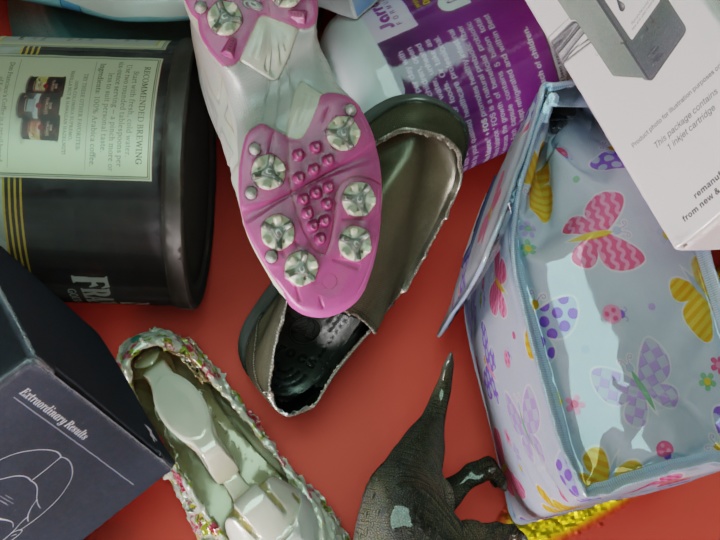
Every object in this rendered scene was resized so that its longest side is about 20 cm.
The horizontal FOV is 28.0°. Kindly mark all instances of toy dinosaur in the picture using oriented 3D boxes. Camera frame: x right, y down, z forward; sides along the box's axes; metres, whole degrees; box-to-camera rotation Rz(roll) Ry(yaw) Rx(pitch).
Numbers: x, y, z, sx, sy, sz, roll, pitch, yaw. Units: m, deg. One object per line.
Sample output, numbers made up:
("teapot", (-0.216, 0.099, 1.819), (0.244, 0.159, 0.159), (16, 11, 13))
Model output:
("toy dinosaur", (0.032, 0.148, 0.753), (0.101, 0.077, 0.203), (1, 104, -29))

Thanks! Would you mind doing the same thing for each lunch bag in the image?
("lunch bag", (0.111, 0.021, 0.761), (0.125, 0.170, 0.203), (-11, 78, -8))

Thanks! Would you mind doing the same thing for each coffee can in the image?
("coffee can", (-0.185, -0.056, 0.792), (0.197, 0.146, 0.149), (2, 76, 1))

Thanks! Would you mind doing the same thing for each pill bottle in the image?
("pill bottle", (0.046, -0.111, 0.822), (0.198, 0.112, 0.113), (-25, 78, -6))

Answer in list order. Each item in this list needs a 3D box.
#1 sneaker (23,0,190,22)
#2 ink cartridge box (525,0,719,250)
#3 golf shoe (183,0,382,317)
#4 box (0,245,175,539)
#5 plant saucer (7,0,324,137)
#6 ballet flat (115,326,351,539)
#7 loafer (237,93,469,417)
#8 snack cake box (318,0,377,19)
("sneaker", (-0.143, -0.212, 0.790), (0.197, 0.080, 0.132), (10, 117, 13))
("ink cartridge box", (0.169, -0.115, 0.701), (0.144, 0.084, 0.202), (-2, 57, -46))
("golf shoe", (-0.040, -0.075, 0.730), (0.074, 0.091, 0.203), (-14, 89, -11))
("box", (-0.220, 0.094, 0.708), (0.199, 0.149, 0.107), (-37, 57, -1))
("plant saucer", (-0.120, -0.177, 0.877), (0.197, 0.036, 0.203), (0, 76, 1))
("ballet flat", (-0.073, 0.114, 0.793), (0.075, 0.064, 0.200), (-40, 80, -10))
("loafer", (0.000, 0.000, 0.771), (0.074, 0.070, 0.201), (19, 117, -21))
("snack cake box", (0.014, -0.240, 0.831), (0.114, 0.068, 0.200), (26, 61, 36))
